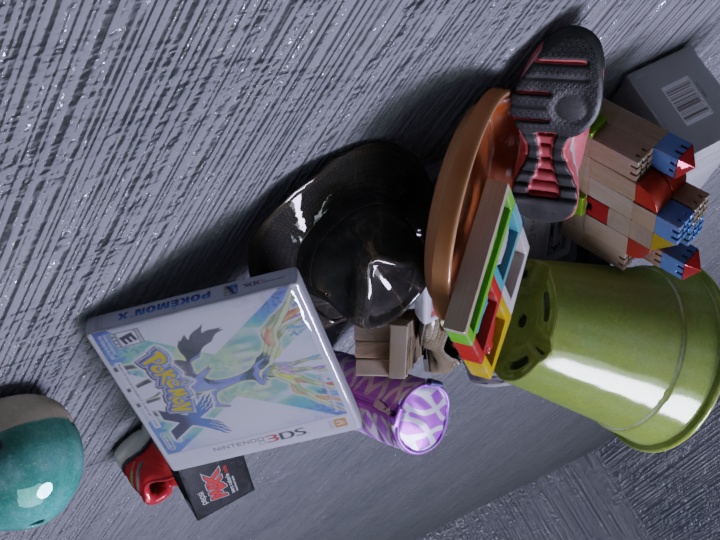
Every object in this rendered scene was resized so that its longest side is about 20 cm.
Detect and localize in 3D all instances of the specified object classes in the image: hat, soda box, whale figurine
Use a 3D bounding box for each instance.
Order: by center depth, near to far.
[{"bbox_3d":[0.005,-0.004,1.095,0.200,0.081,0.201,-24,141,-21],"label":"hat"},{"bbox_3d":[-0.329,0.190,1.121,0.199,0.104,0.159,-29,163,-6],"label":"whale figurine"},{"bbox_3d":[-0.159,0.150,1.251,0.070,0.063,0.201,-27,140,-14],"label":"soda box"}]

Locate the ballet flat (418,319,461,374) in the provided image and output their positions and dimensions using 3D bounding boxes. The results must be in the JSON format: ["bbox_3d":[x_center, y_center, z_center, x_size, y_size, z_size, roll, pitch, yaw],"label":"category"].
[{"bbox_3d":[0.089,0.068,1.415,0.046,0.068,0.200,5,157,8],"label":"ballet flat"}]

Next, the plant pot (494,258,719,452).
[{"bbox_3d":[0.231,0.069,1.311,0.189,0.201,0.200,14,140,-28],"label":"plant pot"}]

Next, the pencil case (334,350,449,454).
[{"bbox_3d":[0.008,0.140,1.425,0.085,0.085,0.199,1,-173,-40],"label":"pencil case"}]

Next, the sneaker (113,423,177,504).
[{"bbox_3d":[-0.182,0.180,1.370,0.077,0.085,0.200,-15,157,-44],"label":"sneaker"}]

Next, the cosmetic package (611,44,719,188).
[{"bbox_3d":[0.294,-0.119,1.318,0.090,0.107,0.200,-27,164,-16],"label":"cosmetic package"}]

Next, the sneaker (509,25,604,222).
[{"bbox_3d":[0.164,-0.138,1.128,0.073,0.087,0.201,9,137,5],"label":"sneaker"}]

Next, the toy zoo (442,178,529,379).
[{"bbox_3d":[0.114,0.016,1.138,0.200,0.020,0.132,55,51,-68],"label":"toy zoo"}]

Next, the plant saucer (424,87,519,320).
[{"bbox_3d":[0.093,-0.055,1.105,0.200,0.032,0.202,14,90,-74],"label":"plant saucer"}]

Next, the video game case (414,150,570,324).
[{"bbox_3d":[0.132,-0.053,1.261,0.181,0.024,0.201,-25,142,-18],"label":"video game case"}]

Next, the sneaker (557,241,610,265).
[{"bbox_3d":[0.204,0.017,1.440,0.200,0.114,0.075,-48,-177,-7],"label":"sneaker"}]

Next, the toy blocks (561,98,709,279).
[{"bbox_3d":[0.262,-0.066,1.232,0.100,0.136,0.201,-42,149,-26],"label":"toy blocks"}]

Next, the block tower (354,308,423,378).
[{"bbox_3d":[0.032,0.074,1.383,0.057,0.054,0.200,1,-177,6],"label":"block tower"}]

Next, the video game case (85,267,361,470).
[{"bbox_3d":[-0.111,0.090,1.116,0.181,0.022,0.201,-14,134,8],"label":"video game case"}]

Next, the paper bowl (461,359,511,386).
[{"bbox_3d":[0.206,0.052,1.564,0.199,0.105,0.201,-20,-169,4],"label":"paper bowl"}]
